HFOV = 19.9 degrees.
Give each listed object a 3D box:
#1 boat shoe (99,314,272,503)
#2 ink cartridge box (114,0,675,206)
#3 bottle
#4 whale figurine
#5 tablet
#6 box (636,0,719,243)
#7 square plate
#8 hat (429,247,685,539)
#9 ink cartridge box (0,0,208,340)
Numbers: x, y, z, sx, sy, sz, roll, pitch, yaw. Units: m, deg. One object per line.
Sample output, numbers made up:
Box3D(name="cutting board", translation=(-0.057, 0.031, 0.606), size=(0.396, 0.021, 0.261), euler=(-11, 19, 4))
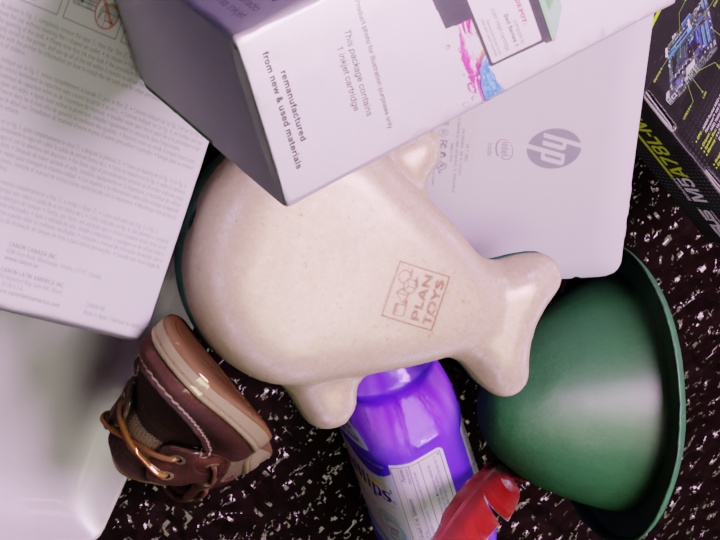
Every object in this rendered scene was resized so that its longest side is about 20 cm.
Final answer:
Box3D(name="boat shoe", translation=(-0.092, 0.081, 1.033), size=(0.072, 0.072, 0.200), euler=(-38, 169, -8))
Box3D(name="ink cartridge box", translation=(0.011, -0.129, 0.866), size=(0.199, 0.145, 0.084), euler=(-28, 126, -17))
Box3D(name="bottle", translation=(0.022, 0.084, 1.145), size=(0.065, 0.084, 0.201), euler=(-28, 128, -13))
Box3D(name="whale figurine", translation=(0.000, 0.000, 1.033), size=(0.198, 0.104, 0.161), euler=(16, 94, -24))
Box3D(name="tablet", translation=(0.077, -0.066, 1.040), size=(0.129, 0.014, 0.201), euler=(-1, 138, -1))
Box3D(name="box", translation=(0.201, -0.146, 1.108), size=(0.193, 0.047, 0.201), euler=(41, 68, -39))
Box3D(name="square plate", translation=(-0.168, 0.047, 1.016), size=(0.199, 0.028, 0.199), euler=(7, 111, -53))
Box3D(name="hat", translation=(0.067, 0.074, 1.116), size=(0.174, 0.200, 0.167), euler=(-1, 107, -17))
Box3D(name="ink cartridge box", translation=(-0.131, -0.079, 0.916), size=(0.162, 0.057, 0.202), euler=(18, 87, -52))
